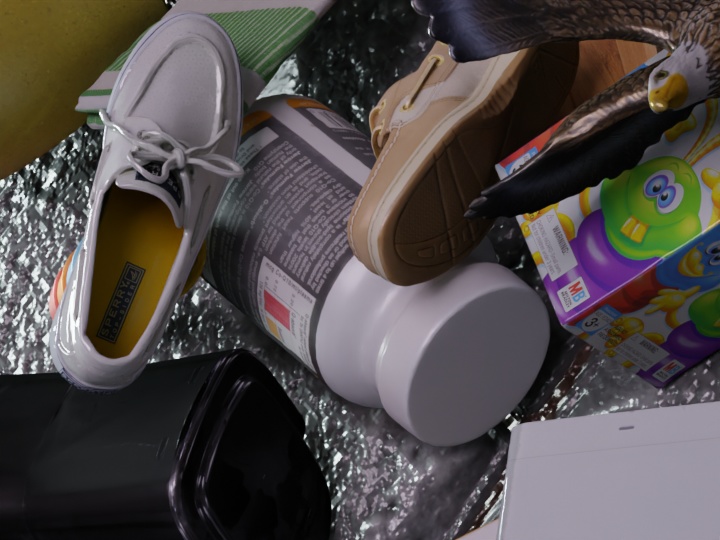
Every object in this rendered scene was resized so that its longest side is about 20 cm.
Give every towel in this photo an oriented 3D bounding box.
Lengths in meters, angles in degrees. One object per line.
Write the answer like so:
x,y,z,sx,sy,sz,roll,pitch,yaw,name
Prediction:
-0.052,-0.148,1.582,0.152,0.023,0.200,1,43,52,towel

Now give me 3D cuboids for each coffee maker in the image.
-0.141,0.111,1.498,0.199,0.192,0.135,-8,67,33,coffee maker

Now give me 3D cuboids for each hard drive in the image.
0.115,0.158,1.286,0.131,0.026,0.201,-9,58,33,hard drive

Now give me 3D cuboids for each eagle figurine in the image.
0.137,-0.099,1.281,0.199,0.151,0.153,1,83,28,eagle figurine

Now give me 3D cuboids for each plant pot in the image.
-0.191,-0.164,1.675,0.141,0.200,0.201,-19,57,-1,plant pot

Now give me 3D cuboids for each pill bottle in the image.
0.000,0.000,1.494,0.117,0.116,0.200,-54,50,4,pill bottle

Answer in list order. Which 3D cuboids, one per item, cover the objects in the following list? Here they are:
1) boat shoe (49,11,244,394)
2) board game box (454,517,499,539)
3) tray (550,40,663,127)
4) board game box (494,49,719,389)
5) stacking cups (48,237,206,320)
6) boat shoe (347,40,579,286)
-0.102,-0.041,1.426,0.086,0.074,0.203,143,148,-71,boat shoe
0.118,0.144,1.360,0.200,0.030,0.096,-31,72,31,board game box
0.108,-0.144,1.532,0.098,0.037,0.201,-26,58,24,tray
0.184,-0.050,1.393,0.200,0.103,0.105,-35,55,19,board game box
-0.130,0.001,1.563,0.200,0.060,0.061,151,137,-74,stacking cups
0.040,-0.066,1.438,0.069,0.074,0.200,10,42,30,boat shoe
